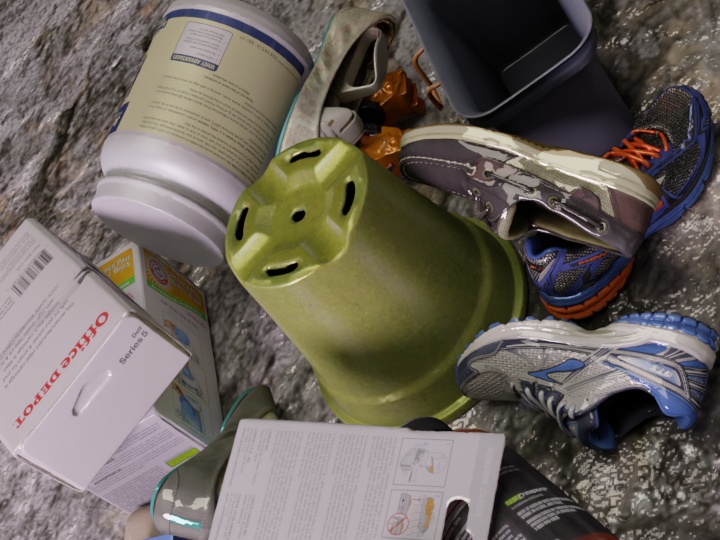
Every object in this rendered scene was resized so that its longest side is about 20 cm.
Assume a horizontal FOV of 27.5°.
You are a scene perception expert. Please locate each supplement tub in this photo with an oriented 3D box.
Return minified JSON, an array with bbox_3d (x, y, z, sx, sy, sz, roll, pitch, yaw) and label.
[{"bbox_3d":[-0.137,-0.120,1.272,0.144,0.145,0.201,5,65,41],"label":"supplement tub"},{"bbox_3d":[0.090,0.178,0.993,0.107,0.107,0.200,-50,42,-2],"label":"supplement tub"}]

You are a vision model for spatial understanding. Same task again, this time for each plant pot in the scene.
[{"bbox_3d":[0.000,0.000,1.134,0.199,0.184,0.201,-20,49,26],"label":"plant pot"}]

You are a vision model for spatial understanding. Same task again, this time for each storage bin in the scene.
[{"bbox_3d":[0.129,-0.167,1.185,0.145,0.134,0.201,-34,44,14],"label":"storage bin"}]

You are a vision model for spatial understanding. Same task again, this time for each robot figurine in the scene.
[{"bbox_3d":[-0.035,-0.097,1.325,0.199,0.058,0.146,-23,48,24],"label":"robot figurine"}]

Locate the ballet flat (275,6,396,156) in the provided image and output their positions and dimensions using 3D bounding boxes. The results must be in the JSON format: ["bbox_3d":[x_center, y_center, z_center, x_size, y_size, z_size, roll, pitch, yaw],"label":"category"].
[{"bbox_3d":[-0.019,-0.146,1.259,0.062,0.067,0.201,4,64,28],"label":"ballet flat"}]

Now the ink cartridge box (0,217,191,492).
[{"bbox_3d":[-0.252,0.066,1.214,0.146,0.084,0.200,-51,43,-3],"label":"ink cartridge box"}]

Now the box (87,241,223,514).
[{"bbox_3d":[-0.198,0.092,1.290,0.112,0.101,0.201,-30,46,18],"label":"box"}]

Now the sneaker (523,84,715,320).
[{"bbox_3d":[0.194,-0.058,1.095,0.075,0.078,0.201,27,80,46],"label":"sneaker"}]

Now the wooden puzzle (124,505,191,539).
[{"bbox_3d":[-0.128,0.255,1.157,0.184,0.046,0.201,-18,50,29],"label":"wooden puzzle"}]

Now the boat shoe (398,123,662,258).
[{"bbox_3d":[0.112,-0.055,1.048,0.200,0.072,0.066,13,73,24],"label":"boat shoe"}]

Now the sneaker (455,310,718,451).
[{"bbox_3d":[0.151,0.082,1.036,0.199,0.077,0.086,-9,60,35],"label":"sneaker"}]

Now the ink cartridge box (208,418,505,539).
[{"bbox_3d":[-0.007,0.184,0.973,0.199,0.057,0.163,2,60,20],"label":"ink cartridge box"}]

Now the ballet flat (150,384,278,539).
[{"bbox_3d":[-0.094,0.153,1.152,0.063,0.068,0.200,14,25,17],"label":"ballet flat"}]
